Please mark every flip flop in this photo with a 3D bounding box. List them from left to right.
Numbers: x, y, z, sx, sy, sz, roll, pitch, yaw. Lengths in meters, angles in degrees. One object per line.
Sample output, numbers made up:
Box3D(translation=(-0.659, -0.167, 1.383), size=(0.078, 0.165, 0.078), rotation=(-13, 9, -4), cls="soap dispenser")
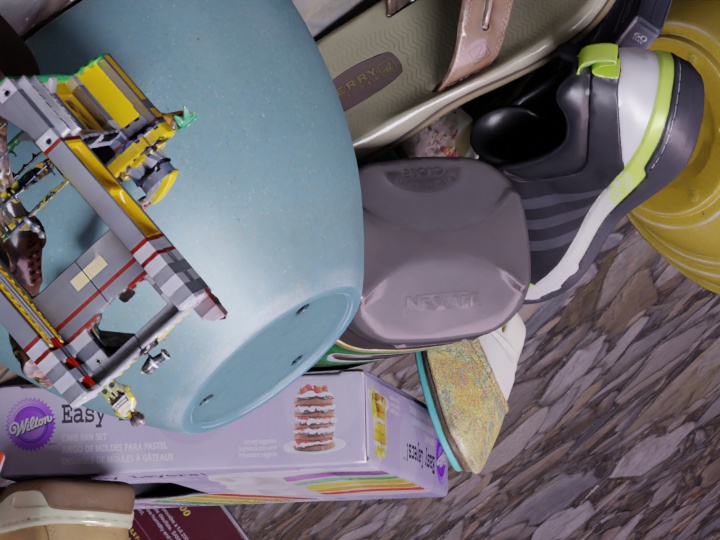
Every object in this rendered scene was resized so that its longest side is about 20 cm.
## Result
Box3D(translation=(0.039, -0.120, 1.216), size=(0.199, 0.081, 0.058), rotation=(-33, 149, -2), cls="flip flop")

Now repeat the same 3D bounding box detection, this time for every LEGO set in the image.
Box3D(translation=(-0.124, 0.021, 0.973), size=(0.200, 0.116, 0.154), rotation=(-41, 178, 1), cls="LEGO set")

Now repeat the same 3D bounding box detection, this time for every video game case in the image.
Box3D(translation=(0.106, -0.094, 1.390), size=(0.200, 0.019, 0.143), rotation=(-52, -171, 38), cls="video game case")

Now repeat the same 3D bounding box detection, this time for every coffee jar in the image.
Box3D(translation=(0.000, 0.000, 1.272), size=(0.104, 0.086, 0.200), rotation=(-5, 176, -22), cls="coffee jar")

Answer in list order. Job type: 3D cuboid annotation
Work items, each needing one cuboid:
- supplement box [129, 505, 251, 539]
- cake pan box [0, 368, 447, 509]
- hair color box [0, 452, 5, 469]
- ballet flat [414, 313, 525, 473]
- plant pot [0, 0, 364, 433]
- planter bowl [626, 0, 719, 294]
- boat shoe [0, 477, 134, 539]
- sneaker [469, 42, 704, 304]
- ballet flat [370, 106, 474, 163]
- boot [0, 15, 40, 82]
Box3D(translation=(-0.158, 0.184, 1.505), size=(0.200, 0.109, 0.061), rotation=(-37, 164, -3), cls="supplement box")
Box3D(translation=(-0.069, 0.088, 1.383), size=(0.199, 0.053, 0.184), rotation=(-3, 168, 12), cls="cake pan box")
Box3D(translation=(-0.228, 0.178, 1.236), size=(0.111, 0.064, 0.201), rotation=(121, -11, -50), cls="hair color box")
Box3D(translation=(0.052, 0.026, 1.428), size=(0.070, 0.200, 0.071), rotation=(-6, 125, -10), cls="ballet flat")
Box3D(translation=(-0.076, -0.013, 1.123), size=(0.200, 0.135, 0.200), rotation=(-35, 163, -12), cls="plant pot")
Box3D(translation=(0.180, -0.078, 1.401), size=(0.083, 0.201, 0.201), rotation=(-9, 147, -46), cls="planter bowl")
Box3D(translation=(-0.166, 0.145, 1.339), size=(0.071, 0.077, 0.200), rotation=(4, 171, -20), cls="boat shoe")
Box3D(translation=(0.085, -0.054, 1.264), size=(0.082, 0.072, 0.200), rotation=(16, 147, -16), cls="sneaker")
Box3D(translation=(0.031, -0.063, 1.337), size=(0.064, 0.076, 0.200), rotation=(-49, 168, -9), cls="ballet flat")
Box3D(translation=(-0.219, -0.019, 0.937), size=(0.200, 0.064, 0.186), rotation=(-39, 166, 14), cls="boot")
